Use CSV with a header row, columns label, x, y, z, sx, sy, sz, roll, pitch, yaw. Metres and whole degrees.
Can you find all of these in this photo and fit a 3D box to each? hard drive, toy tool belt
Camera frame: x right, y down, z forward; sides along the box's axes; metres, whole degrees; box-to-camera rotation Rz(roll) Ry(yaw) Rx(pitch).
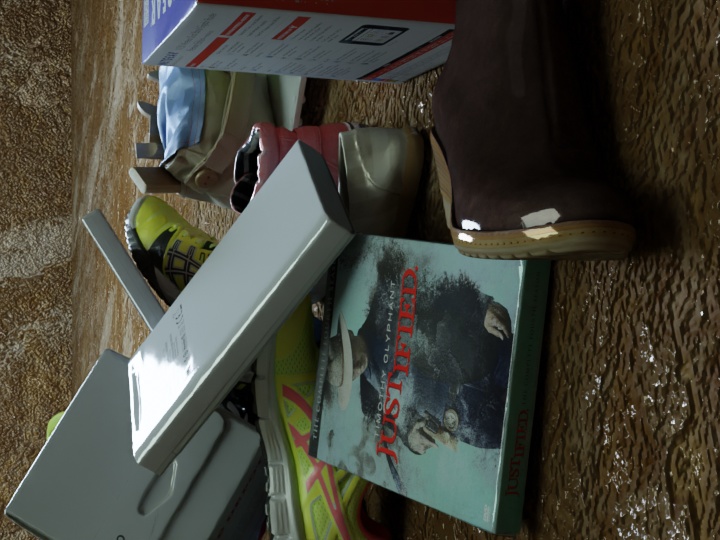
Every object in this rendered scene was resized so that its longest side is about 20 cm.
label,x,y,z,sx,sy,sz,roll,pitch,yaw
hard drive,-0.083,0.021,0.893,0.200,0.026,0.132,-51,25,14
toy tool belt,-0.144,-0.143,1.202,0.125,0.122,0.201,114,153,-49

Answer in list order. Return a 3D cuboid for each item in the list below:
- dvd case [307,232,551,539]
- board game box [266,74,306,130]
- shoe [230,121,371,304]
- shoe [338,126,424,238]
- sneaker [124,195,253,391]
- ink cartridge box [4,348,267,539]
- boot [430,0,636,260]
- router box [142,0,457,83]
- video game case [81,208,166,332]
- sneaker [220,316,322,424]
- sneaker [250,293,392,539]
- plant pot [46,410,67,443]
label,x,y,z,sx,sy,sz,roll,pitch,yaw
dvd case,0.032,0.055,0.781,0.200,0.022,0.147,11,95,60
board game box,-0.068,-0.166,1.211,0.200,0.026,0.201,-116,34,-57
shoe,-0.058,-0.043,1.049,0.200,0.090,0.072,116,151,-52
shoe,0.000,0.000,0.920,0.070,0.053,0.201,-129,45,-65
sneaker,-0.115,0.003,1.086,0.077,0.075,0.200,-51,58,18
ink cartridge box,-0.154,0.174,1.064,0.146,0.144,0.200,-60,-11,-15
boot,0.076,-0.092,0.653,0.200,0.072,0.167,-148,60,-74
router box,-0.028,-0.155,0.821,0.200,0.178,0.049,177,95,-72
video game case,-0.158,0.043,1.085,0.143,0.017,0.200,55,171,14
sneaker,-0.081,0.102,1.138,0.200,0.070,0.083,130,145,-59
sneaker,-0.020,0.106,0.907,0.078,0.090,0.201,-61,-36,-79
plant pot,-0.221,0.244,1.389,0.199,0.180,0.201,154,117,-71
